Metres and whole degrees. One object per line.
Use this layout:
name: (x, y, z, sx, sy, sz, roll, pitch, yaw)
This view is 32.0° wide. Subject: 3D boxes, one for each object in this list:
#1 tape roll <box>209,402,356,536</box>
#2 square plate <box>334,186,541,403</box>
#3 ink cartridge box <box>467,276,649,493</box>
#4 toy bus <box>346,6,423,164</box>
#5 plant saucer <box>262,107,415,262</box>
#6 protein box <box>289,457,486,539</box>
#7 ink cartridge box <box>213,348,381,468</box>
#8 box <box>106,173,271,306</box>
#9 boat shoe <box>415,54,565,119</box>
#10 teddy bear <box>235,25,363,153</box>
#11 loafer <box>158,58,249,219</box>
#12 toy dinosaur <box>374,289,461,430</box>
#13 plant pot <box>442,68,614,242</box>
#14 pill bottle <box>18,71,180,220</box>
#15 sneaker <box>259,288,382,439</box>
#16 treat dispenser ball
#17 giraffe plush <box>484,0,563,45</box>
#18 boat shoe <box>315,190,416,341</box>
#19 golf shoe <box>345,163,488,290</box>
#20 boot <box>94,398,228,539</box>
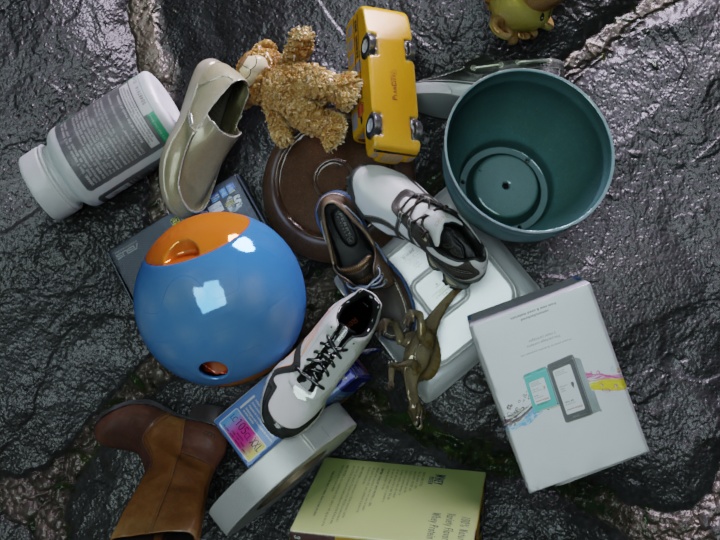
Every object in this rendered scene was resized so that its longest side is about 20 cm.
tape roll: (-0.090, 0.232, 1.469, 0.203, 0.203, 0.037, -42, 80, 3)
square plate: (0.098, 0.026, 1.547, 0.200, 0.028, 0.199, -38, 81, 3)
ink cartridge box: (0.223, 0.128, 1.445, 0.145, 0.147, 0.202, -20, 92, 5)
toy bus: (0.026, -0.222, 1.525, 0.065, 0.078, 0.202, 6, 68, -23)
plant saucer: (-0.031, -0.111, 1.568, 0.198, 0.034, 0.202, -2, 79, 12)
protein box: (0.035, 0.322, 1.429, 0.198, 0.199, 0.136, 4, 106, 9)
ink cartridge box: (-0.066, 0.143, 1.506, 0.200, 0.136, 0.076, -42, 81, 3)
box: (-0.198, -0.003, 1.583, 0.199, 0.051, 0.159, -30, 82, 5)
boat shoe: (0.153, -0.229, 1.546, 0.198, 0.071, 0.064, 0, 71, 9)
teddy bear: (-0.083, -0.222, 1.542, 0.200, 0.067, 0.146, 46, 122, 24)
loafer: (-0.189, -0.160, 1.530, 0.068, 0.075, 0.202, 12, 88, 37)
toy dinosaur: (0.070, 0.083, 1.492, 0.058, 0.101, 0.201, 5, 69, 45)
plant pot: (0.183, -0.118, 1.480, 0.198, 0.134, 0.202, 2, 73, -7)
pill bottle: (-0.323, -0.154, 1.584, 0.199, 0.113, 0.114, -31, 81, 4)
sneaker: (-0.044, 0.096, 1.389, 0.073, 0.080, 0.201, 34, 65, -1)
treat dispenser ball: (-0.162, 0.034, 1.449, 0.199, 0.201, 0.203, -1, 85, 8)
giraffe plush: (0.183, -0.361, 1.501, 0.171, 0.200, 0.163, -21, 87, -19)
boat shoe: (0.000, 0.000, 1.502, 0.072, 0.072, 0.201, -31, 92, 10)
golf shoe: (0.073, -0.065, 1.464, 0.199, 0.095, 0.078, 37, 73, 0)
boot: (-0.258, 0.251, 1.501, 0.186, 0.069, 0.201, 4, 42, 10)
